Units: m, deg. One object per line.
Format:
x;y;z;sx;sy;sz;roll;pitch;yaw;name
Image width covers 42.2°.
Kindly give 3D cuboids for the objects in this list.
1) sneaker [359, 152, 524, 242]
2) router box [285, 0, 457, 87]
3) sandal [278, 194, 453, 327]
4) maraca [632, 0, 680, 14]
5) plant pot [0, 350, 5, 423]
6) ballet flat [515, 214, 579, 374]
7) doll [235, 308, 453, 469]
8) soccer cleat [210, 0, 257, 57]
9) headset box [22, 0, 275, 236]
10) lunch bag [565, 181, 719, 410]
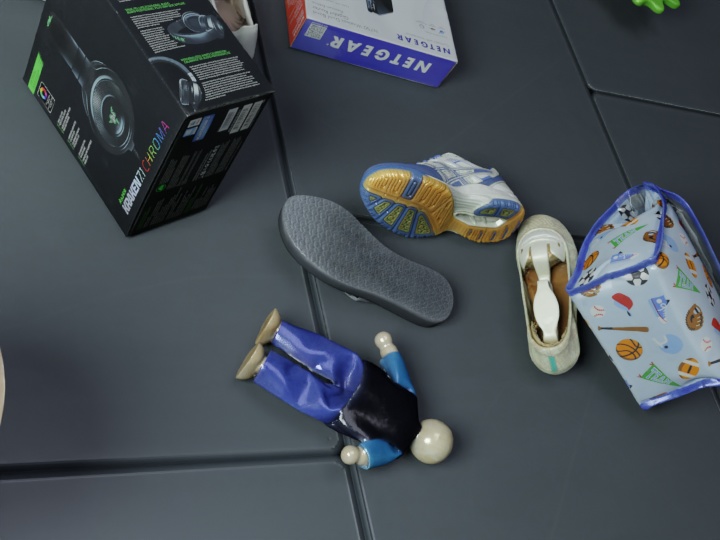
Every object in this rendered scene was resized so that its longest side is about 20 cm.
0.078;-0.085;0.990;0.199;0.075;0.088;11;42;-33;sneaker
0.008;-0.322;1.114;0.199;0.049;0.180;9;55;-27;router box
0.000;0.001;0.900;0.200;0.043;0.076;33;54;-21;sandal
0.410;-0.472;1.423;0.137;0.107;0.200;-26;75;-32;maraca
-0.319;0.103;0.522;0.200;0.198;0.201;15;53;-22;plant pot
0.199;0.011;0.981;0.062;0.067;0.201;57;25;-53;ballet flat
-0.002;0.107;0.814;0.200;0.048;0.137;32;49;-8;doll
-0.164;-0.298;0.973;0.069;0.078;0.200;-21;71;-39;soccer cleat
-0.191;-0.165;0.799;0.093;0.174;0.200;-25;75;-41;headset box
0.323;0.015;1.004;0.170;0.124;0.200;57;34;-15;lunch bag
